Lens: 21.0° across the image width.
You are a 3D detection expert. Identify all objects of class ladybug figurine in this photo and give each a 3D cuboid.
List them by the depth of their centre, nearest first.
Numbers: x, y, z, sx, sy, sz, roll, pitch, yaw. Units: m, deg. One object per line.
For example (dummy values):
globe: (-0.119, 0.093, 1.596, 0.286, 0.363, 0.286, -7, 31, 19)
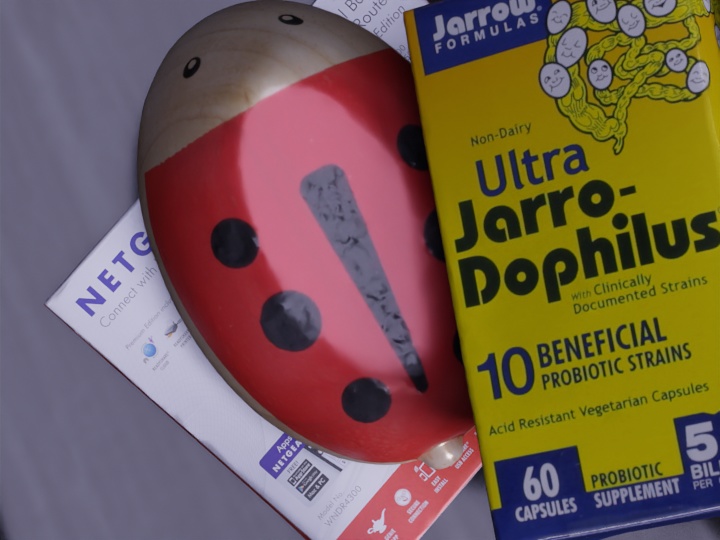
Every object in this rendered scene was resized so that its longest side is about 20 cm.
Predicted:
ladybug figurine: (-0.008, -0.013, 0.750, 0.136, 0.072, 0.200, -31, 93, -7)

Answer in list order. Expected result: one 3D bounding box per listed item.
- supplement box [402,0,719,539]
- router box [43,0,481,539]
supplement box: (0.100, -0.006, 0.712, 0.109, 0.109, 0.200, -15, 79, 24)
router box: (0.000, 0.000, 0.813, 0.179, 0.049, 0.200, 41, 85, -5)
